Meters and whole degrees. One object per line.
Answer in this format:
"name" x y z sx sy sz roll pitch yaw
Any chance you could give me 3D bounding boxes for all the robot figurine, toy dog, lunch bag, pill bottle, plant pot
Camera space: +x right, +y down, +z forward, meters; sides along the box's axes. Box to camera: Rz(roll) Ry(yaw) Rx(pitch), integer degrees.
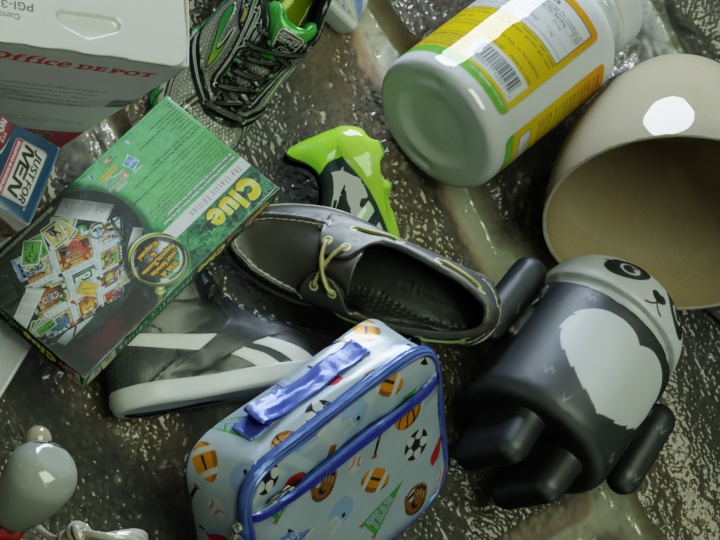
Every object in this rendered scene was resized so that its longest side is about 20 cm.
"robot figurine" 0.152 0.080 1.802 0.200 0.125 0.150 -52 149 -30
"toy dog" -0.234 0.142 1.537 0.132 0.200 0.096 35 41 -46
"lunch bag" -0.028 0.132 1.663 0.200 0.076 0.160 -36 141 -32
"pill bottle" 0.119 -0.156 1.857 0.200 0.111 0.111 -39 98 -33
"plant pot" 0.239 -0.084 1.874 0.200 0.200 0.135 25 48 -23

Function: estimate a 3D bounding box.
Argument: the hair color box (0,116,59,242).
"hair color box" -0.302 -0.085 1.566 0.200 0.100 0.061 28 64 -21

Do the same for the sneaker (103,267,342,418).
"sneaker" -0.086 0.032 1.706 0.200 0.073 0.112 -7 79 -32

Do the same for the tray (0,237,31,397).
"tray" -0.295 -0.008 1.622 0.200 0.022 0.107 38 61 -17

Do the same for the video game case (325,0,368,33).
"video game case" -0.038 -0.304 1.821 0.200 0.022 0.182 43 58 -37

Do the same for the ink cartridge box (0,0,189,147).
"ink cartridge box" -0.216 -0.148 1.600 0.146 0.200 0.083 6 74 -31

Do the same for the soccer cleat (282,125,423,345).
"soccer cleat" -0.002 -0.002 1.778 0.081 0.068 0.200 -15 88 -9

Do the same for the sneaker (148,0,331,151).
"sneaker" -0.079 -0.154 1.733 0.078 0.085 0.200 28 89 -27

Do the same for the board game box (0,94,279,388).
"board game box" -0.156 -0.022 1.657 0.105 0.023 0.200 39 61 10

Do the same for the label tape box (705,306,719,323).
"label tape box" 0.371 -0.030 1.919 0.063 0.200 0.144 41 60 -16

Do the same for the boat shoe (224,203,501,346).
"boat shoe" 0.000 0.000 1.717 0.201 0.061 0.072 17 91 4
